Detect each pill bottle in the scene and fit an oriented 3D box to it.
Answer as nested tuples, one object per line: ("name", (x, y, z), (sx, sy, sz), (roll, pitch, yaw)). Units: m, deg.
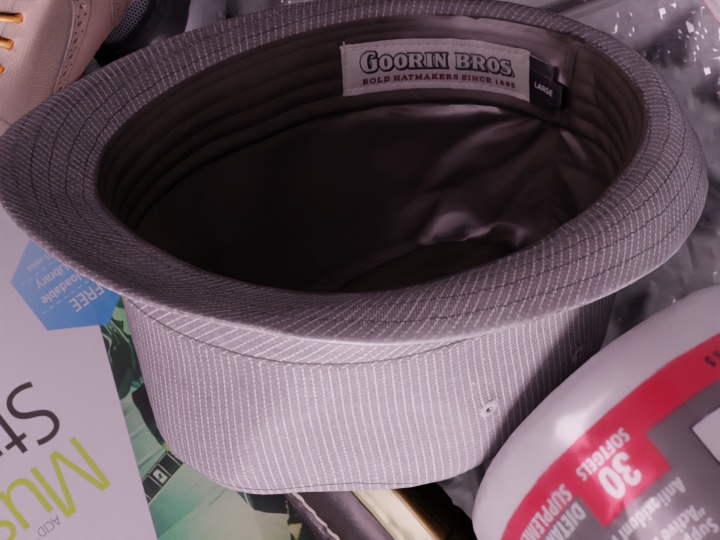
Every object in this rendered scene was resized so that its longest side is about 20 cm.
("pill bottle", (0.128, 0.109, 0.763), (0.200, 0.111, 0.111), (52, 119, 23))

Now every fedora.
("fedora", (0.000, 0.000, 0.788), (0.176, 0.200, 0.091), (24, 129, 34))

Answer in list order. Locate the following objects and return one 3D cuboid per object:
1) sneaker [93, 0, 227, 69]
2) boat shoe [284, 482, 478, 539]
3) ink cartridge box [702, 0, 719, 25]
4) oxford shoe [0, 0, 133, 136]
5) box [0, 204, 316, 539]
("sneaker", (-0.126, -0.142, 0.933), (0.075, 0.114, 0.201), (-37, 75, 33))
("boat shoe", (0.023, 0.111, 0.830), (0.065, 0.073, 0.200), (-45, 76, 5))
("ink cartridge box", (0.208, -0.060, 0.644), (0.145, 0.200, 0.145), (-50, 62, 26))
("oxford shoe", (-0.105, -0.081, 0.874), (0.071, 0.073, 0.200), (24, 139, 0))
("box", (-0.078, 0.069, 0.864), (0.200, 0.144, 0.036), (52, 152, 1))
